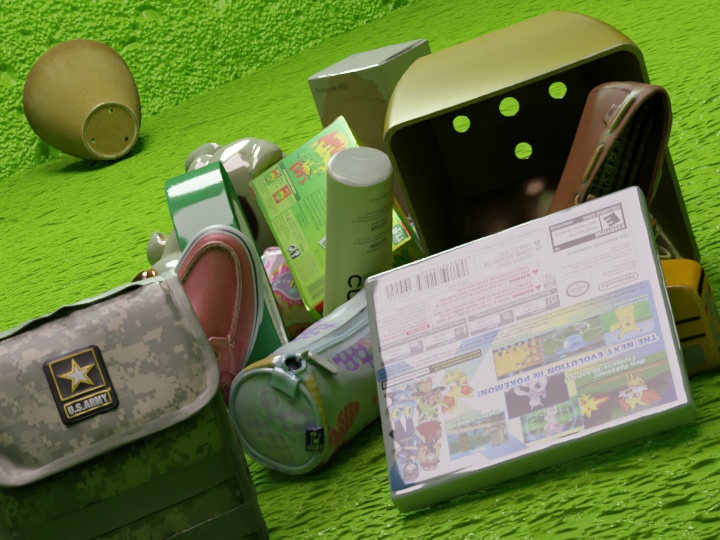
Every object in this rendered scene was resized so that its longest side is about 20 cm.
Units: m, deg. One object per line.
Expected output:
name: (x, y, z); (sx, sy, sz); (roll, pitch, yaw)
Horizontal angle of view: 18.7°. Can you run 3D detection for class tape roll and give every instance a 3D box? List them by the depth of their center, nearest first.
tape roll: (-0.095, 0.018, 1.670); (0.048, 0.202, 0.201); (-20, 12, 1)

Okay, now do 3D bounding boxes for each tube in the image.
tube: (0.000, 0.000, 1.676); (0.057, 0.201, 0.052); (2, 38, 1)

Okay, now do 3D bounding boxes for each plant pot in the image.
plant pot: (0.130, -0.092, 1.698); (0.198, 0.201, 0.177); (-19, 28, 4)
plant pot: (-0.420, -0.248, 3.430); (0.185, 0.188, 0.200); (-22, 26, -12)

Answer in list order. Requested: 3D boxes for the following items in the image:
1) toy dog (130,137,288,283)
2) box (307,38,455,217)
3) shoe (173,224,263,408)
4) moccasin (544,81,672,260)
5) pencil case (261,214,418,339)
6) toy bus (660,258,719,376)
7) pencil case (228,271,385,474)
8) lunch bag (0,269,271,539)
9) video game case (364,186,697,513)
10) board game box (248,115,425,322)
toy dog: (-0.123, -0.006, 1.953); (0.201, 0.139, 0.194); (-62, 12, -25)
box: (0.036, -0.096, 1.954); (0.094, 0.202, 0.078); (-8, 17, 42)
shoe: (-0.119, 0.068, 1.527); (0.071, 0.202, 0.091); (15, 4, 4)
moccasin: (0.177, -0.034, 1.544); (0.078, 0.073, 0.203); (6, 74, 61)
pencil case: (0.001, 0.005, 1.854); (0.199, 0.088, 0.087); (-13, 14, 33)
toy bus: (0.139, 0.047, 1.467); (0.198, 0.079, 0.065); (-16, 14, 17)
pencil case: (-0.014, 0.070, 1.576); (0.083, 0.092, 0.200); (14, 26, 27)
lunch bag: (-0.158, 0.115, 1.362); (0.163, 0.202, 0.118); (-21, 12, -10)
video game case: (0.104, 0.049, 1.402); (0.198, 0.022, 0.183); (-19, 49, 13)
board game box: (-0.017, -0.036, 1.804); (0.101, 0.048, 0.200); (-35, 37, 6)
